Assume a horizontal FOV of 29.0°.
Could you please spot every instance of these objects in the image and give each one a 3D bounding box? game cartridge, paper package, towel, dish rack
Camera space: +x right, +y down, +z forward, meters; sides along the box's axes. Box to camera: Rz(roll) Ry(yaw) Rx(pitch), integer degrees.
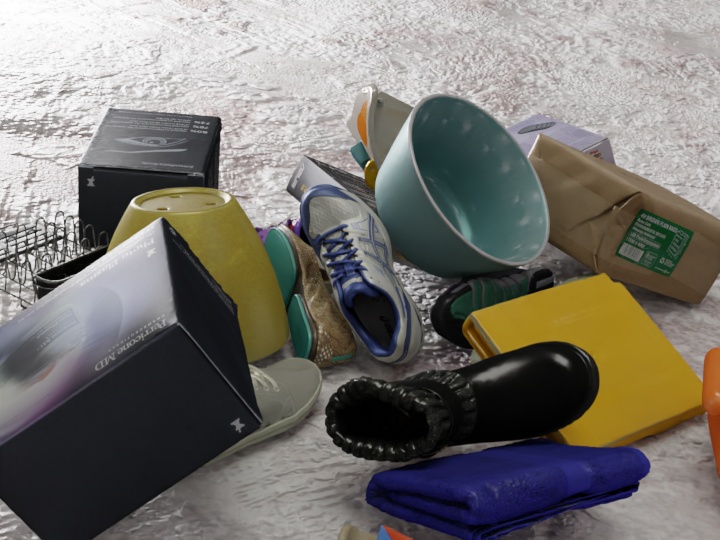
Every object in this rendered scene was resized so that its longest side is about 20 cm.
[{"bbox_3d":[0.221,0.091,1.343,0.199,0.033,0.177,-13,56,-36],"label":"game cartridge"},{"bbox_3d":[0.294,-0.057,1.576,0.199,0.104,0.190,17,14,-41],"label":"paper package"},{"bbox_3d":[0.121,0.179,1.146,0.199,0.050,0.147,-5,1,-36],"label":"towel"},{"bbox_3d":[-0.341,-0.018,1.506,0.199,0.055,0.153,22,30,32],"label":"dish rack"}]

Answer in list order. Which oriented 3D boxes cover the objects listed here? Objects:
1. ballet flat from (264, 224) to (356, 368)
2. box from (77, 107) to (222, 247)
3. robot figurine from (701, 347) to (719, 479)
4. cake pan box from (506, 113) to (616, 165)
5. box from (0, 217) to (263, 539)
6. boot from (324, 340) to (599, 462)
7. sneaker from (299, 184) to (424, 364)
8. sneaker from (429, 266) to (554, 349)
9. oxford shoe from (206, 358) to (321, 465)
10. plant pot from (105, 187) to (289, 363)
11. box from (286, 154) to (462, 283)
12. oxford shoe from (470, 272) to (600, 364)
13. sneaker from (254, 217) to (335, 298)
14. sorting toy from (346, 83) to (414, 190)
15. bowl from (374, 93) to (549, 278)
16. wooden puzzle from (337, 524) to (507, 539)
[{"bbox_3d":[-0.050,0.029,1.442,0.065,0.071,0.201,5,41,-24],"label":"ballet flat"},{"bbox_3d":[-0.247,-0.109,1.653,0.147,0.105,0.200,5,26,0],"label":"box"},{"bbox_3d":[0.369,0.139,1.242,0.143,0.117,0.200,7,26,5],"label":"robot figurine"},{"bbox_3d":[0.188,-0.123,1.728,0.199,0.053,0.184,-26,21,-15],"label":"cake pan box"},{"bbox_3d":[-0.200,0.088,1.134,0.199,0.123,0.199,-34,29,5],"label":"box"},{"bbox_3d":[0.089,0.112,1.178,0.210,0.080,0.158,-19,-13,19],"label":"boot"},{"bbox_3d":[0.000,0.000,1.380,0.075,0.201,0.088,-33,-7,12],"label":"sneaker"},{"bbox_3d":[0.122,0.036,1.484,0.087,0.075,0.199,9,13,40],"label":"sneaker"},{"bbox_3d":[-0.102,0.115,1.257,0.075,0.058,0.200,19,27,32],"label":"oxford shoe"},{"bbox_3d":[-0.171,-0.001,1.365,0.198,0.143,0.200,-1,17,0],"label":"plant pot"},{"bbox_3d":[0.035,-0.053,1.570,0.199,0.049,0.158,18,15,-38],"label":"box"},{"bbox_3d":[0.192,0.063,1.437,0.199,0.058,0.075,-28,13,-39],"label":"oxford shoe"},{"bbox_3d":[-0.085,-0.029,1.545,0.199,0.084,0.081,15,27,21],"label":"sneaker"},{"bbox_3d":[0.057,-0.136,1.644,0.199,0.107,0.180,24,4,-19],"label":"sorting toy"},{"bbox_3d":[0.093,-0.071,1.455,0.200,0.105,0.202,26,46,-31],"label":"bowl"},{"bbox_3d":[0.068,0.251,1.036,0.198,0.047,0.185,9,26,7],"label":"wooden puzzle"}]
